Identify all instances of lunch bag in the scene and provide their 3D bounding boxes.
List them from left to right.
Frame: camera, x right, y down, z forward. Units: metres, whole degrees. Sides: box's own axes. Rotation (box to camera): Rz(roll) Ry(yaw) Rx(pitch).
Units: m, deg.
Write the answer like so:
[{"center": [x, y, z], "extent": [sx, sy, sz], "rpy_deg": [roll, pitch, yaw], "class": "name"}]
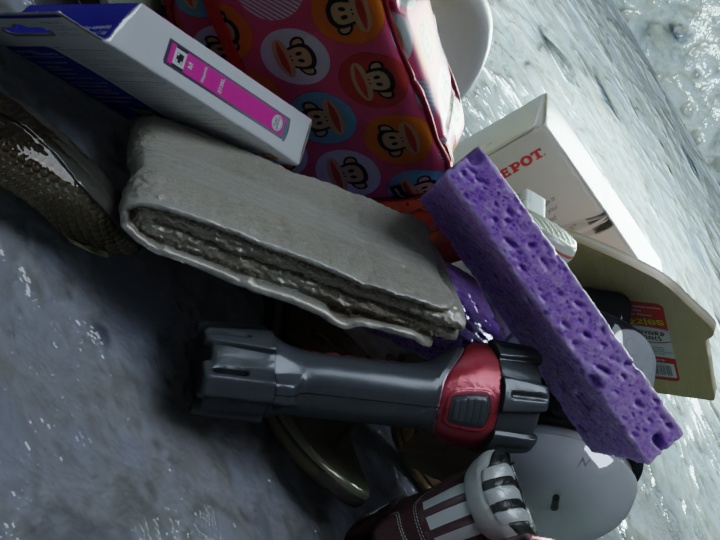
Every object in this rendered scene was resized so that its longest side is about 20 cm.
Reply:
[{"center": [-0.036, -0.132, 0.827], "extent": [0.082, 0.176, 0.200], "rpy_deg": [-72, 150, -42], "class": "lunch bag"}]

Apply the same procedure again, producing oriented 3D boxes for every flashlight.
[{"center": [0.003, 0.062, 0.715], "extent": [0.200, 0.068, 0.068], "rpy_deg": [8, 54, -17], "class": "flashlight"}]

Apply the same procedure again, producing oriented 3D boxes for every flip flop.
[{"center": [-0.019, 0.053, 0.793], "extent": [0.081, 0.058, 0.200], "rpy_deg": [42, 29, -36], "class": "flip flop"}]

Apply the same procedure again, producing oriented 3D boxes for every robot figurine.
[{"center": [0.155, 0.107, 0.969], "extent": [0.150, 0.125, 0.200], "rpy_deg": [40, 50, -30], "class": "robot figurine"}]

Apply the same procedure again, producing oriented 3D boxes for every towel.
[{"center": [-0.039, -0.022, 0.719], "extent": [0.200, 0.035, 0.133], "rpy_deg": [21, 21, -17], "class": "towel"}]

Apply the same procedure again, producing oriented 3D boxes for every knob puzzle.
[{"center": [0.194, 0.028, 1.051], "extent": [0.220, 0.219, 0.030], "rpy_deg": [46, 53, -30], "class": "knob puzzle"}]

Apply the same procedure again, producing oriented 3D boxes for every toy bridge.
[{"center": [0.054, 0.124, 0.842], "extent": [0.027, 0.067, 0.200], "rpy_deg": [-45, 130, -23], "class": "toy bridge"}]

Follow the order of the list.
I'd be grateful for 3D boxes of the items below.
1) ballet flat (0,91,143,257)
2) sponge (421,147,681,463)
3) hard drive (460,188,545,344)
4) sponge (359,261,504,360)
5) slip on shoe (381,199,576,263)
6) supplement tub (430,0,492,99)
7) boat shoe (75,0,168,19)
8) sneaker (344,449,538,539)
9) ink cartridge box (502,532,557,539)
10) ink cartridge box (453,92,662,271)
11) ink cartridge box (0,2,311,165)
[{"center": [-0.179, -0.059, 0.626], "extent": [0.200, 0.046, 0.067], "rpy_deg": [42, 7, -48], "class": "ballet flat"}, {"center": [0.108, 0.023, 0.766], "extent": [0.200, 0.030, 0.112], "rpy_deg": [55, -7, -1], "class": "sponge"}, {"center": [0.091, 0.037, 0.947], "extent": [0.027, 0.132, 0.200], "rpy_deg": [30, 30, -10], "class": "hard drive"}, {"center": [0.000, 0.000, 0.822], "extent": [0.200, 0.030, 0.112], "rpy_deg": [26, 22, -23], "class": "sponge"}, {"center": [0.065, -0.029, 0.919], "extent": [0.074, 0.200, 0.061], "rpy_deg": [6, 97, -55], "class": "slip on shoe"}, {"center": [-0.006, -0.207, 0.965], "extent": [0.145, 0.145, 0.200], "rpy_deg": [36, 15, -44], "class": "supplement tub"}, {"center": [-0.146, -0.201, 0.831], "extent": [0.201, 0.060, 0.072], "rpy_deg": [-63, 149, -61], "class": "boat shoe"}, {"center": [0.046, 0.162, 0.760], "extent": [0.200, 0.115, 0.076], "rpy_deg": [62, 8, -64], "class": "sneaker"}, {"center": [0.096, 0.243, 0.700], "extent": [0.200, 0.144, 0.146], "rpy_deg": [26, 41, -55], "class": "ink cartridge box"}, {"center": [0.157, -0.034, 1.138], "extent": [0.200, 0.146, 0.084], "rpy_deg": [53, 25, -17], "class": "ink cartridge box"}, {"center": [-0.124, -0.112, 0.727], "extent": [0.200, 0.095, 0.037], "rpy_deg": [26, 76, -51], "class": "ink cartridge box"}]
